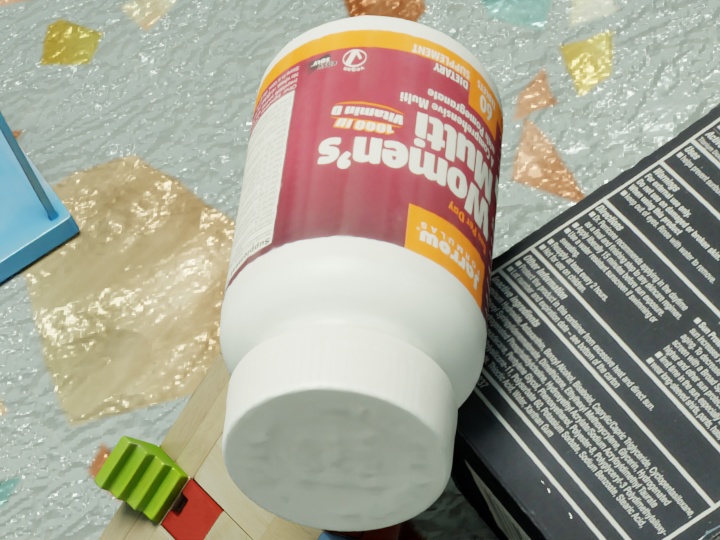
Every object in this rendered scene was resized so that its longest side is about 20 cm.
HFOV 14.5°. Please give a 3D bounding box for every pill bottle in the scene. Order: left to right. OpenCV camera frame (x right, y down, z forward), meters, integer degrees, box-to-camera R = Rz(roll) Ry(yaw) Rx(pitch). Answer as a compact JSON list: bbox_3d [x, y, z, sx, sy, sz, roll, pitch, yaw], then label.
[{"bbox_3d":[0.000,0.000,1.161,0.109,0.110,0.201,-9,46,16],"label":"pill bottle"}]

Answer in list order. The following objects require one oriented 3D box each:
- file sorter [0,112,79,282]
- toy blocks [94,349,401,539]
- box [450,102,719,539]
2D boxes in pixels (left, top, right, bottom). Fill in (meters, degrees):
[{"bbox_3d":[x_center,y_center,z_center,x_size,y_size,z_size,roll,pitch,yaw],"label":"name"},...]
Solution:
[{"bbox_3d":[-0.279,-0.042,1.480,0.199,0.123,0.139,-34,45,-8],"label":"file sorter"},{"bbox_3d":[-0.034,0.118,1.225,0.137,0.100,0.201,40,102,37],"label":"toy blocks"},{"bbox_3d":[0.150,0.062,1.197,0.198,0.124,0.200,-34,44,-6],"label":"box"}]
